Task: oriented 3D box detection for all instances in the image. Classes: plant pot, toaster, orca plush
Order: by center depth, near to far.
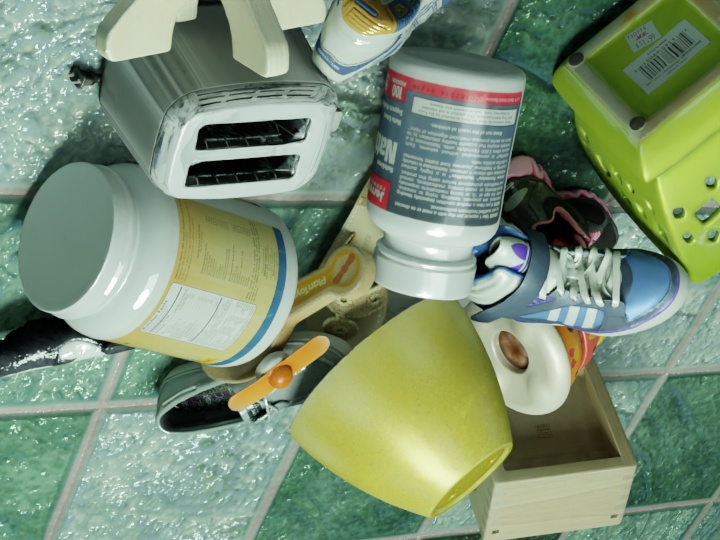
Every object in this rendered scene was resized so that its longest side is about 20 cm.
[{"bbox_3d":[-0.113,-0.131,1.357,0.199,0.129,0.114,-5,133,-32],"label":"toaster"},{"bbox_3d":[-0.260,0.044,1.510,0.199,0.071,0.105,-12,-178,-12],"label":"orca plush"},{"bbox_3d":[0.056,0.141,1.597,0.200,0.142,0.200,-37,164,-13],"label":"plant pot"},{"bbox_3d":[0.306,-0.146,1.600,0.200,0.199,0.182,-38,136,4],"label":"plant pot"}]

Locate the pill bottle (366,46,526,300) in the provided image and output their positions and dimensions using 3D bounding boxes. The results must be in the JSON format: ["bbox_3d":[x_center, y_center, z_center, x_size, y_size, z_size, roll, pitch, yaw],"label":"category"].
[{"bbox_3d":[0.068,-0.083,1.497,0.119,0.119,0.201,-1,108,-35],"label":"pill bottle"}]

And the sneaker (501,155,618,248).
[{"bbox_3d":[0.200,-0.039,1.711,0.200,0.095,0.079,21,115,-48],"label":"sneaker"}]

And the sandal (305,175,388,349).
[{"bbox_3d":[-0.005,-0.002,1.575,0.213,0.077,0.070,-67,167,10],"label":"sandal"}]

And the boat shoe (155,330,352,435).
[{"bbox_3d":[-0.099,0.113,1.603,0.200,0.072,0.070,-15,123,21],"label":"boat shoe"}]

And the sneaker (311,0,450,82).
[{"bbox_3d":[0.024,-0.217,1.384,0.200,0.075,0.088,-39,173,-48],"label":"sneaker"}]

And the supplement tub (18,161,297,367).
[{"bbox_3d":[-0.166,-0.006,1.438,0.200,0.145,0.145,18,119,-45],"label":"supplement tub"}]

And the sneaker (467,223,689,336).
[{"bbox_3d":[0.180,0.005,1.580,0.199,0.081,0.146,-2,163,32],"label":"sneaker"}]

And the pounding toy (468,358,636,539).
[{"bbox_3d":[0.199,0.188,1.898,0.183,0.200,0.143,-5,135,-12],"label":"pounding toy"}]

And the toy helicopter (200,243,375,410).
[{"bbox_3d":[-0.067,0.041,1.532,0.200,0.133,0.079,-28,148,30],"label":"toy helicopter"}]

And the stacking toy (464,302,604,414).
[{"bbox_3d":[0.213,0.044,1.809,0.200,0.146,0.147,-32,146,-33],"label":"stacking toy"}]

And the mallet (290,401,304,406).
[{"bbox_3d":[-0.007,0.108,1.763,0.199,0.041,0.066,-7,135,-26],"label":"mallet"}]

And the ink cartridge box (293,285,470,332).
[{"bbox_3d":[0.022,0.030,1.673,0.200,0.068,0.115,-45,141,14],"label":"ink cartridge box"}]

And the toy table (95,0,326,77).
[{"bbox_3d":[-0.108,-0.221,1.249,0.199,0.184,0.118,-8,118,-21],"label":"toy table"}]
